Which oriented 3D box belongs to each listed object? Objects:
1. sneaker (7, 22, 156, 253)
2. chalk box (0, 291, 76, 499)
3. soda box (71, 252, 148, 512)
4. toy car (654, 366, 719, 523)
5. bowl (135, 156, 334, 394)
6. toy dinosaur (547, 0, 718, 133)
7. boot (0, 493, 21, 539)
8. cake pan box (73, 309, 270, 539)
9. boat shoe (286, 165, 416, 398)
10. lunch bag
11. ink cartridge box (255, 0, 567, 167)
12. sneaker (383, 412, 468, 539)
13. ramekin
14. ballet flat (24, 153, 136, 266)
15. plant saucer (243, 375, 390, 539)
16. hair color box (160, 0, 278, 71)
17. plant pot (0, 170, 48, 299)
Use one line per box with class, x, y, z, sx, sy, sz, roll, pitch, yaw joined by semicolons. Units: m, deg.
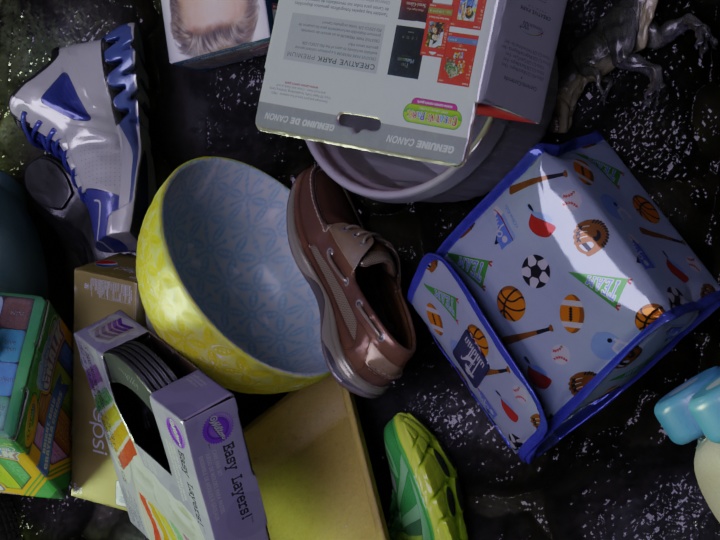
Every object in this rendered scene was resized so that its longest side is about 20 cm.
sneaker;-0.235;-0.107;1.607;0.114;0.081;0.201;-6;71;5
chalk box;-0.306;0.092;1.540;0.124;0.200;0.125;5;67;11
soda box;-0.195;0.092;1.589;0.064;0.068;0.202;12;108;26
toy car;0.344;0.118;1.330;0.199;0.177;0.185;-32;88;-8
bowl;-0.108;0.022;1.516;0.108;0.200;0.201;-38;73;35
toy dinosaur;0.212;-0.175;1.439;0.088;0.047;0.200;43;103;27
boot;-0.385;0.215;1.709;0.131;0.070;0.201;-36;63;23
cake pan box;-0.140;0.145;1.470;0.184;0.052;0.201;30;139;48
boat shoe;0.000;0.000;1.501;0.072;0.075;0.201;-37;60;35
lunch bag;0.139;0.025;1.429;0.200;0.123;0.171;-45;70;33
ink cartridge box;0.036;-0.166;1.361;0.199;0.084;0.177;14;92;38
sneaker;0.042;0.211;1.492;0.083;0.074;0.202;-14;83;21
ramekin;0.058;-0.145;1.461;0.199;0.105;0.202;-6;79;37
ballet flat;-0.215;-0.023;1.643;0.066;0.057;0.200;-41;79;16
plant saucer;-0.053;0.205;1.514;0.200;0.048;0.201;-38;44;25
hair color box;-0.117;-0.276;1.590;0.099;0.060;0.202;-12;84;25
plant pot;-0.356;-0.016;1.640;0.199;0.200;0.135;-4;64;25
